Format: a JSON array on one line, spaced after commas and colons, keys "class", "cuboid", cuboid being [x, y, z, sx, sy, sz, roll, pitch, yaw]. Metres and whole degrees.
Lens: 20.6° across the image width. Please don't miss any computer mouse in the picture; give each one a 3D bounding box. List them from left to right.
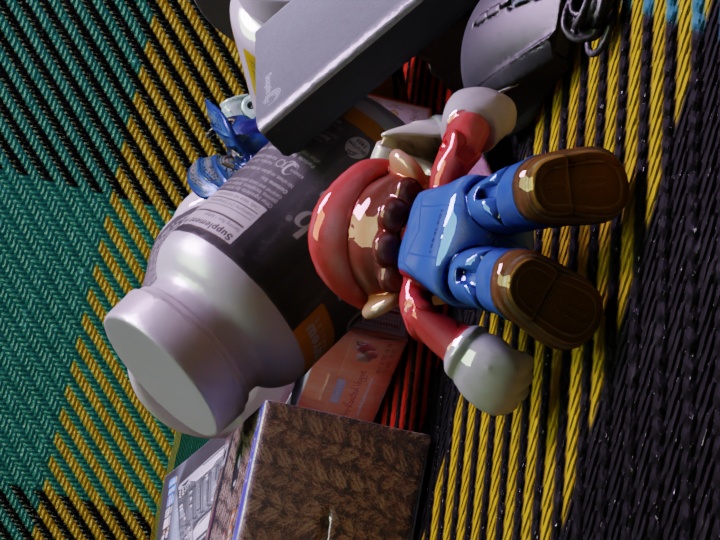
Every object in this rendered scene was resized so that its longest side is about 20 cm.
[{"class": "computer mouse", "cuboid": [0.088, -0.154, 0.989, 0.200, 0.046, 0.141, 133, 147, -75]}]

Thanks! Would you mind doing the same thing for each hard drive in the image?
[{"class": "hard drive", "cuboid": [0.021, -0.163, 1.145, 0.200, 0.033, 0.140, -39, 26, 18]}]

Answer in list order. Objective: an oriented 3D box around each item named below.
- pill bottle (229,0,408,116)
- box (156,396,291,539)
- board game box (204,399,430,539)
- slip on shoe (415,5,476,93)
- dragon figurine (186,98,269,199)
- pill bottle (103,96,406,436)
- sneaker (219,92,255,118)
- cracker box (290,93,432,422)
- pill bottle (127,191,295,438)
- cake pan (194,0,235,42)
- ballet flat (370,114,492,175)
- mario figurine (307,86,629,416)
[{"class": "pill bottle", "cuboid": [-0.029, -0.158, 1.380, 0.200, 0.114, 0.115, 78, -162, -56]}, {"class": "box", "cuboid": [-0.086, 0.190, 1.433, 0.158, 0.050, 0.200, -40, 27, 29]}, {"class": "board game box", "cuboid": [-0.038, 0.174, 1.163, 0.200, 0.096, 0.160, 133, 149, -75]}, {"class": "slip on shoe", "cuboid": [0.052, -0.150, 1.189, 0.200, 0.060, 0.076, -106, 30, -75]}, {"class": "dragon figurine", "cuboid": [-0.079, -0.077, 1.312, 0.200, 0.099, 0.059, 40, 122, 47]}, {"class": "pill bottle", "cuboid": [-0.048, -0.004, 1.162, 0.200, 0.116, 0.116, -45, -4, -21]}, {"class": "sneaker", "cuboid": [-0.082, -0.067, 1.527, 0.201, 0.118, 0.074, -51, 2, -16]}, {"class": "cracker box", "cuboid": [0.000, 0.000, 1.327, 0.134, 0.057, 0.201, 111, 170, -52]}, {"class": "pill bottle", "cuboid": [-0.094, 0.019, 1.354, 0.200, 0.112, 0.114, -89, 14, -64]}, {"class": "cake pan", "cuboid": [-0.038, -0.217, 1.433, 0.201, 0.199, 0.037, 115, 165, -56]}, {"class": "ballet flat", "cuboid": [0.040, -0.043, 1.058, 0.200, 0.071, 0.069, -95, 16, -67]}, {"class": "mario figurine", "cuboid": [0.059, -0.013, 0.886, 0.123, 0.106, 0.200, -43, 19, -16]}]
